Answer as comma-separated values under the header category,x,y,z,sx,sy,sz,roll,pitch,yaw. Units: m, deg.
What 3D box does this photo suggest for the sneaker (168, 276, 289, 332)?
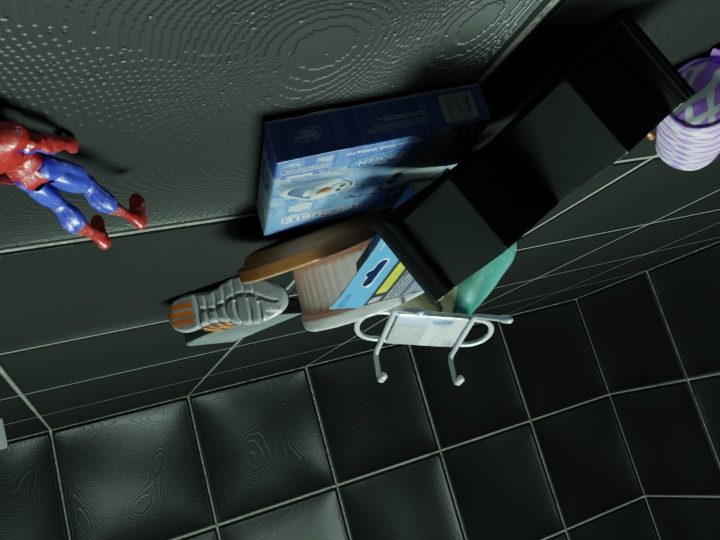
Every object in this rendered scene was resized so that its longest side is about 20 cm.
category,x,y,z,sx,sy,sz,roll,pitch,yaw
sneaker,-0.200,0.055,1.085,0.199,0.078,0.112,-8,174,13

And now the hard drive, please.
category,x,y,z,sx,sy,sz,roll,pitch,yaw
hard drive,-0.232,0.103,1.333,0.199,0.033,0.139,-24,166,31

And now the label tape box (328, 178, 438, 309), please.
category,x,y,z,sx,sy,sz,roll,pitch,yaw
label tape box,0.063,-0.033,0.733,0.199,0.066,0.143,-10,151,-35

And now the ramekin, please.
category,x,y,z,sx,sy,sz,roll,pitch,yaw
ramekin,0.000,0.000,0.908,0.202,0.095,0.202,-21,-174,2

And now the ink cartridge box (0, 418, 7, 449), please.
category,x,y,z,sx,sy,sz,roll,pitch,yaw
ink cartridge box,-1.044,0.450,1.716,0.199,0.086,0.146,-20,168,11

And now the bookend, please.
category,x,y,z,sx,sy,sz,roll,pitch,yaw
bookend,0.142,-0.091,0.576,0.200,0.092,0.199,-38,177,-33

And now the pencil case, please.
category,x,y,z,sx,sy,sz,roll,pitch,yaw
pencil case,0.387,-0.175,0.769,0.086,0.084,0.200,-56,161,10

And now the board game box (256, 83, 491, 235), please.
category,x,y,z,sx,sy,sz,roll,pitch,yaw
board game box,0.001,-0.102,0.665,0.199,0.044,0.199,-14,169,-14

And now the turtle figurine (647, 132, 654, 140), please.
category,x,y,z,sx,sy,sz,roll,pitch,yaw
turtle figurine,0.264,-0.139,0.801,0.161,0.065,0.200,-26,165,40

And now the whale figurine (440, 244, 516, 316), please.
category,x,y,z,sx,sy,sz,roll,pitch,yaw
whale figurine,0.169,0.001,0.977,0.103,0.201,0.159,8,163,16

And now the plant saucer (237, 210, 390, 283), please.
category,x,y,z,sx,sy,sz,roll,pitch,yaw
plant saucer,-0.056,-0.035,0.816,0.200,0.032,0.200,-21,-174,2

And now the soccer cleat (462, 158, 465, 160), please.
category,x,y,z,sx,sy,sz,roll,pitch,yaw
soccer cleat,0.149,-0.085,0.844,0.068,0.086,0.200,-20,168,20

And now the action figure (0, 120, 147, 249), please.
category,x,y,z,sx,sy,sz,roll,pitch,yaw
action figure,-0.233,-0.071,0.487,0.065,0.052,0.200,-23,163,6

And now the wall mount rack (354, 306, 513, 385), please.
category,x,y,z,sx,sy,sz,roll,pitch,yaw
wall mount rack,0.099,0.083,0.866,0.199,0.075,0.174,5,138,-16

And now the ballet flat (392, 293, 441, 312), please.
category,x,y,z,sx,sy,sz,roll,pitch,yaw
ballet flat,0.049,0.021,1.038,0.067,0.063,0.200,-18,-151,-30
